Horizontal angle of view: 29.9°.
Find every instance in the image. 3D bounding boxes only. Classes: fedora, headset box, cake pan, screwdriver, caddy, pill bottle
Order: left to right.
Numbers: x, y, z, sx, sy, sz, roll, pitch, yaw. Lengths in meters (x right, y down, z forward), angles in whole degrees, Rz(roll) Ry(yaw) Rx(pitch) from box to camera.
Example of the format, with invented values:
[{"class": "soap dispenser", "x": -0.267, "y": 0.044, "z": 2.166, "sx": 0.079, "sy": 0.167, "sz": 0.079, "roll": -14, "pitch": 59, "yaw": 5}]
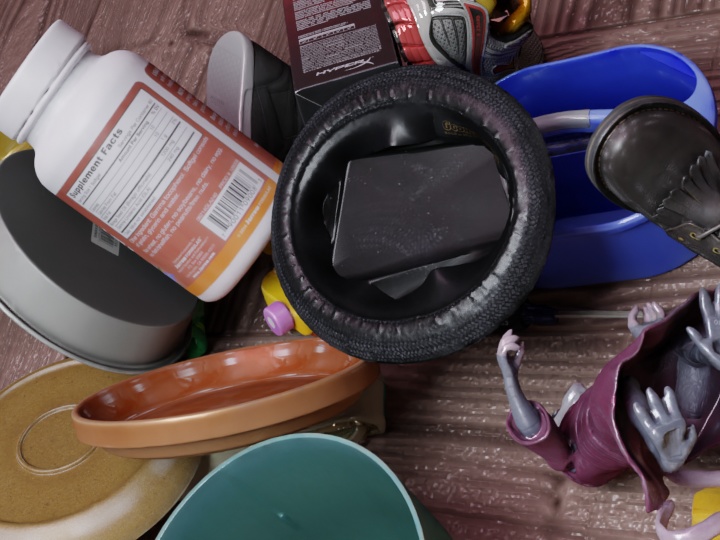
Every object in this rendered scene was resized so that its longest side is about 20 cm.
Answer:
[{"class": "cake pan", "x": -0.195, "y": -0.014, "z": 0.970, "sx": 0.037, "sy": 0.199, "sz": 0.201, "roll": -47, "pitch": 43, "yaw": 25}, {"class": "pill bottle", "x": -0.152, "y": -0.079, "z": 0.940, "sx": 0.112, "sy": 0.199, "sz": 0.112, "roll": -50, "pitch": 13, "yaw": 15}, {"class": "headset box", "x": -0.001, "y": -0.123, "z": 0.975, "sx": 0.076, "sy": 0.150, "sz": 0.201, "roll": -15, "pitch": 36, "yaw": 3}, {"class": "fedora", "x": 0.043, "y": -0.030, "z": 0.845, "sx": 0.198, "sy": 0.091, "sz": 0.204, "roll": -6, "pitch": 79, "yaw": 32}, {"class": "screwdriver", "x": 0.143, "y": 0.033, "z": 0.885, "sx": 0.198, "sy": 0.028, "sz": 0.030, "roll": 5, "pitch": 95, "yaw": 38}, {"class": "caddy", "x": 0.146, "y": -0.073, "z": 0.895, "sx": 0.198, "sy": 0.105, "sz": 0.143, "roll": -9, "pitch": 58, "yaw": 31}]

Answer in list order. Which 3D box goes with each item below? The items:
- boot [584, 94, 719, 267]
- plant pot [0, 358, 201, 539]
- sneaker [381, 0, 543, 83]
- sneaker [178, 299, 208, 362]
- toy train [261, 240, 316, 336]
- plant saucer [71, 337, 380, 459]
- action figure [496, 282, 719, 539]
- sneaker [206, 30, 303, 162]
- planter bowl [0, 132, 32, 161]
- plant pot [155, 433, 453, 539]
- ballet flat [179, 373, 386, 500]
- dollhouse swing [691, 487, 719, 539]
[{"class": "boot", "x": 0.228, "y": -0.009, "z": 0.735, "sx": 0.070, "sy": 0.199, "sz": 0.174, "roll": -54, "pitch": 33, "yaw": 14}, {"class": "plant pot", "x": -0.206, "y": 0.124, "z": 0.941, "sx": 0.197, "sy": 0.028, "sz": 0.201, "roll": -9, "pitch": 39, "yaw": 7}, {"class": "sneaker", "x": 0.093, "y": -0.165, "z": 0.946, "sx": 0.081, "sy": 0.199, "sz": 0.079, "roll": -26, "pitch": 81, "yaw": 24}, {"class": "sneaker", "x": -0.152, "y": 0.033, "z": 1.082, "sx": 0.083, "sy": 0.074, "sz": 0.202, "roll": 20, "pitch": 66, "yaw": 11}, {"class": "toy train", "x": 0.000, "y": 0.000, "z": 0.988, "sx": 0.148, "sy": 0.056, "sz": 0.201, "roll": -18, "pitch": 35, "yaw": 0}, {"class": "plant saucer", "x": -0.084, "y": 0.082, "z": 0.861, "sx": 0.198, "sy": 0.200, "sz": 0.033, "roll": -8, "pitch": 97, "yaw": 32}, {"class": "action figure", "x": 0.159, "y": 0.086, "z": 0.765, "sx": 0.132, "sy": 0.200, "sz": 0.151, "roll": -16, "pitch": 73, "yaw": -21}, {"class": "sneaker", "x": -0.076, "y": -0.082, "z": 1.081, "sx": 0.070, "sy": 0.098, "sz": 0.203, "roll": -6, "pitch": 76, "yaw": 48}, {"class": "planter bowl", "x": -0.286, "y": -0.055, "z": 1.215, "sx": 0.198, "sy": 0.083, "sz": 0.203, "roll": -19, "pitch": 52, "yaw": 26}, {"class": "plant pot", "x": -0.011, "y": 0.220, "z": 0.778, "sx": 0.198, "sy": 0.161, "sz": 0.203, "roll": -18, "pitch": 51, "yaw": 25}, {"class": "ballet flat", "x": -0.066, "y": 0.131, "z": 0.951, "sx": 0.198, "sy": 0.069, "sz": 0.070, "roll": -30, "pitch": 48, "yaw": 16}, {"class": "dollhouse swing", "x": 0.218, "y": 0.142, "z": 0.654, "sx": 0.180, "sy": 0.176, "sz": 0.202, "roll": -4, "pitch": 60, "yaw": 34}]
